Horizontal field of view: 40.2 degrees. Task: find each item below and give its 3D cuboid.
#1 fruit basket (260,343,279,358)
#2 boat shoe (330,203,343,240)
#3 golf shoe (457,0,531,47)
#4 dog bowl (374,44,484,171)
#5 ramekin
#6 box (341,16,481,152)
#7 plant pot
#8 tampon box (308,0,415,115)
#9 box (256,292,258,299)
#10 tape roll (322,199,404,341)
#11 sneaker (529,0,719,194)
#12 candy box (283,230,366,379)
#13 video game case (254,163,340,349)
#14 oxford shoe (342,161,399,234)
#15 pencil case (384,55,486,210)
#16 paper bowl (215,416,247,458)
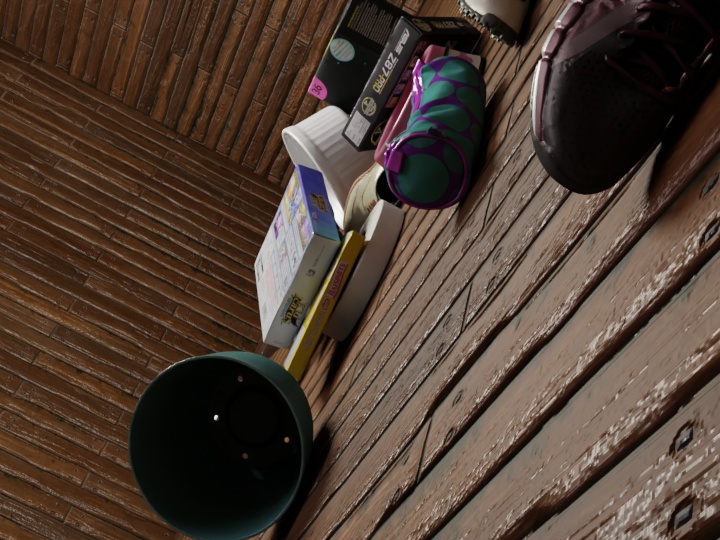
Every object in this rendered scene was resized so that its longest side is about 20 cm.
[{"bbox_3d":[-0.113,0.062,1.680,0.187,0.093,0.200,-62,-13,22],"label":"fruit basket"},{"bbox_3d":[-0.048,-0.028,1.531,0.201,0.066,0.058,71,-176,-55],"label":"boat shoe"},{"bbox_3d":[0.163,-0.320,1.111,0.088,0.077,0.201,-51,12,31],"label":"golf shoe"},{"bbox_3d":[0.085,-0.206,1.299,0.203,0.073,0.200,-63,6,13],"label":"dog bowl"},{"bbox_3d":[-0.037,-0.174,1.639,0.097,0.202,0.200,-34,2,-8],"label":"ramekin"},{"bbox_3d":[0.073,-0.270,1.425,0.160,0.049,0.202,-18,-35,-51],"label":"box"},{"bbox_3d":[-0.141,0.185,1.124,0.203,0.198,0.161,-62,-7,8],"label":"plant pot"},{"bbox_3d":[0.039,-0.332,1.616,0.150,0.197,0.128,-56,9,53],"label":"tampon box"},{"bbox_3d":[-0.141,-0.006,2.216,0.203,0.113,0.132,-63,5,0],"label":"box"},{"bbox_3d":[0.000,0.000,1.355,0.205,0.037,0.203,-63,7,14],"label":"tape roll"},{"bbox_3d":[0.150,-0.132,0.451,0.203,0.075,0.115,-64,9,-1],"label":"sneaker"},{"bbox_3d":[-0.049,0.044,1.299,0.102,0.026,0.203,172,123,-86],"label":"candy box"},{"bbox_3d":[-0.093,-0.023,1.386,0.201,0.045,0.183,-106,36,-56],"label":"video game case"},{"bbox_3d":[0.023,-0.109,1.456,0.074,0.070,0.201,-77,14,-52],"label":"oxford shoe"},{"bbox_3d":[0.081,-0.148,1.017,0.086,0.091,0.201,-59,7,35],"label":"pencil case"},{"bbox_3d":[-0.232,0.307,1.757,0.203,0.103,0.201,-63,6,11],"label":"paper bowl"}]
